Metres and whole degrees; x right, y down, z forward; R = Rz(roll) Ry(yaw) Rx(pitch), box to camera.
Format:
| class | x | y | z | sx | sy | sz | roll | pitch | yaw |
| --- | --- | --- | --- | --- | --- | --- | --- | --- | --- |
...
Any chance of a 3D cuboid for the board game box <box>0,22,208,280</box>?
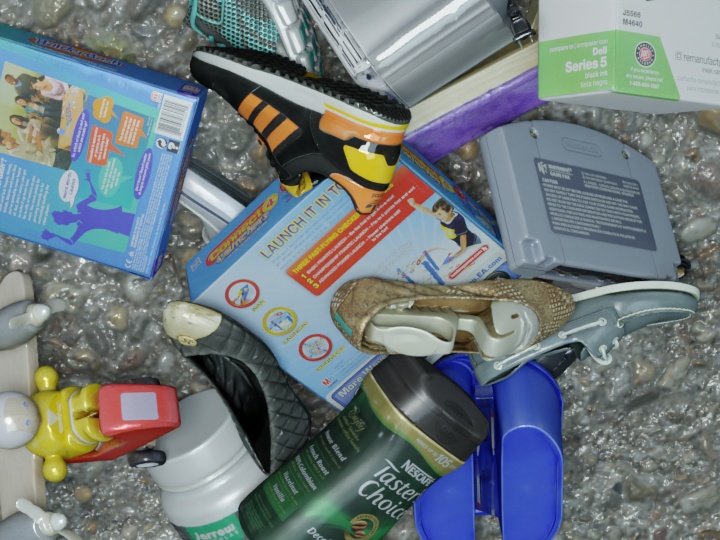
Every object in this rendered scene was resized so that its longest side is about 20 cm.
| class | x | y | z | sx | sy | sz | roll | pitch | yaw |
| --- | --- | --- | --- | --- | --- | --- | --- | --- | --- |
| board game box | -0.232 | -0.095 | 1.295 | 0.200 | 0.045 | 0.152 | 18 | 108 | 0 |

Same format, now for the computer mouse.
| class | x | y | z | sx | sy | sz | roll | pitch | yaw |
| --- | --- | --- | --- | --- | --- | --- | --- | --- | --- |
| computer mouse | 0.205 | 0.050 | 1.478 | 0.200 | 0.034 | 0.059 | -35 | 134 | 7 |

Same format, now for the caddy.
| class | x | y | z | sx | sy | sz | roll | pitch | yaw |
| --- | --- | --- | --- | --- | --- | --- | --- | --- | --- |
| caddy | 0.107 | 0.158 | 1.471 | 0.141 | 0.105 | 0.200 | -2 | 129 | 2 |

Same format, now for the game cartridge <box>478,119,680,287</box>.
| class | x | y | z | sx | sy | sz | roll | pitch | yaw |
| --- | --- | --- | --- | --- | --- | --- | --- | --- | --- |
| game cartridge | 0.179 | -0.054 | 1.373 | 0.200 | 0.133 | 0.042 | 8 | 148 | -42 |

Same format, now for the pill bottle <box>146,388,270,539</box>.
| class | x | y | z | sx | sy | sz | roll | pitch | yaw |
| --- | --- | --- | --- | --- | --- | --- | --- | --- | --- |
| pill bottle | -0.100 | 0.206 | 1.441 | 0.113 | 0.113 | 0.200 | -30 | 115 | 0 |

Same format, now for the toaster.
| class | x | y | z | sx | sy | sz | roll | pitch | yaw |
| --- | --- | --- | --- | --- | --- | --- | --- | --- | --- |
| toaster | 0.032 | -0.210 | 1.272 | 0.129 | 0.114 | 0.200 | -35 | 71 | 10 |

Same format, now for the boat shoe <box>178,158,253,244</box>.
| class | x | y | z | sx | sy | sz | roll | pitch | yaw |
| --- | --- | --- | --- | --- | --- | --- | --- | --- | --- |
| boat shoe | -0.092 | -0.017 | 1.373 | 0.200 | 0.074 | 0.067 | 36 | 98 | -23 |

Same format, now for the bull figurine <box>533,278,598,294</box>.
| class | x | y | z | sx | sy | sz | roll | pitch | yaw |
| --- | --- | --- | --- | --- | --- | --- | --- | --- | --- |
| bull figurine | 0.106 | 0.009 | 1.434 | 0.200 | 0.065 | 0.122 | 13 | 114 | -12 |

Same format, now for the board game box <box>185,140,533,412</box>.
| class | x | y | z | sx | sy | sz | roll | pitch | yaw |
| --- | --- | --- | --- | --- | --- | --- | --- | --- | --- |
| board game box | 0.000 | 0.000 | 1.335 | 0.200 | 0.056 | 0.196 | -41 | 122 | 16 |

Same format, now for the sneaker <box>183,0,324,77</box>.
| class | x | y | z | sx | sy | sz | roll | pitch | yaw |
| --- | --- | --- | --- | --- | --- | --- | --- | --- | --- |
| sneaker | -0.090 | -0.197 | 1.314 | 0.091 | 0.078 | 0.200 | -17 | 112 | 12 |

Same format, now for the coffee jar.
| class | x | y | z | sx | sy | sz | roll | pitch | yaw |
| --- | --- | --- | --- | --- | --- | --- | --- | --- | --- |
| coffee jar | 0.004 | 0.159 | 1.343 | 0.200 | 0.085 | 0.104 | -47 | 125 | 7 |

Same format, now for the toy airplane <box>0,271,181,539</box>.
| class | x | y | z | sx | sy | sz | roll | pitch | yaw |
| --- | --- | --- | --- | --- | --- | --- | --- | --- | --- |
| toy airplane | -0.265 | 0.125 | 1.330 | 0.200 | 0.141 | 0.199 | 37 | 89 | 21 |

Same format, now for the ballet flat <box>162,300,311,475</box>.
| class | x | y | z | sx | sy | sz | roll | pitch | yaw |
| --- | --- | --- | --- | --- | --- | --- | --- | --- | --- |
| ballet flat | -0.095 | 0.090 | 1.318 | 0.200 | 0.066 | 0.057 | 54 | 50 | -42 |

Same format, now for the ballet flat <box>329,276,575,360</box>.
| class | x | y | z | sx | sy | sz | roll | pitch | yaw |
| --- | --- | --- | --- | --- | --- | --- | --- | --- | --- |
| ballet flat | 0.076 | 0.044 | 1.307 | 0.200 | 0.065 | 0.071 | -1 | 125 | -12 |

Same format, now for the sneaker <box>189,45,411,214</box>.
| class | x | y | z | sx | sy | sz | roll | pitch | yaw |
| --- | --- | --- | --- | --- | --- | --- | --- | --- | --- |
| sneaker | -0.056 | -0.103 | 1.233 | 0.070 | 0.200 | 0.090 | -6 | 114 | -53 |

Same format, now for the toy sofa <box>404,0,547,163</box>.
| class | x | y | z | sx | sy | sz | roll | pitch | yaw |
| --- | --- | --- | --- | --- | --- | --- | --- | --- | --- |
| toy sofa | 0.094 | -0.140 | 1.363 | 0.200 | 0.083 | 0.098 | -28 | 114 | -1 |

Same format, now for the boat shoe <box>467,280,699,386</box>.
| class | x | y | z | sx | sy | sz | roll | pitch | yaw |
| --- | --- | --- | --- | --- | --- | --- | --- | --- | --- |
| boat shoe | 0.183 | 0.053 | 1.388 | 0.200 | 0.073 | 0.062 | -9 | 71 | -1 |

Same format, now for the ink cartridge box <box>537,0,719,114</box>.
| class | x | y | z | sx | sy | sz | roll | pitch | yaw |
| --- | --- | --- | --- | --- | --- | --- | --- | --- | --- |
| ink cartridge box | 0.213 | -0.227 | 1.294 | 0.145 | 0.084 | 0.200 | 1 | 89 | -39 |
